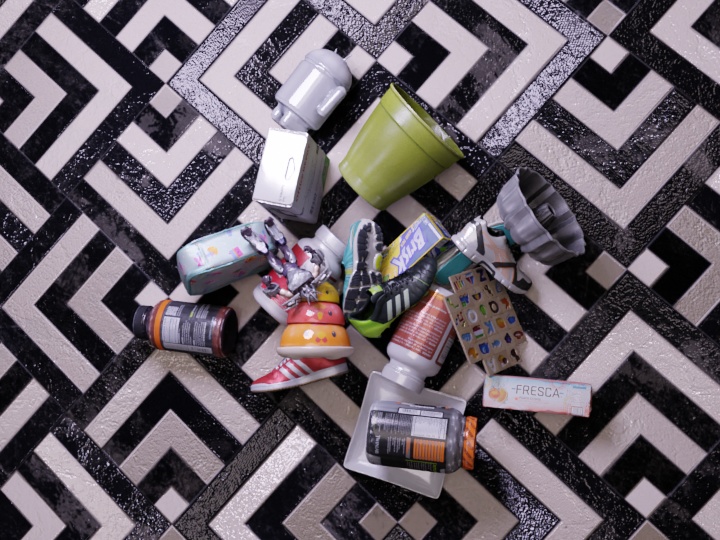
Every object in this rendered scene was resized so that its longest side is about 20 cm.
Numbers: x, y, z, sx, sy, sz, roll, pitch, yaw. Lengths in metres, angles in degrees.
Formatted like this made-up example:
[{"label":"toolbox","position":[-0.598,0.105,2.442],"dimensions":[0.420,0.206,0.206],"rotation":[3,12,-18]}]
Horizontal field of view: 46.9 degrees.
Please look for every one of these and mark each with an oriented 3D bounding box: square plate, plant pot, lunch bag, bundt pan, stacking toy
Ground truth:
[{"label":"square plate","position":[0.088,0.321,1.633],"dimensions":[0.198,0.028,0.200],"rotation":[16,87,11]},{"label":"plant pot","position":[0.065,-0.228,1.630],"dimensions":[0.193,0.200,0.200],"rotation":[-44,78,16]},{"label":"lunch bag","position":[-0.262,-0.021,1.656],"dimensions":[0.200,0.160,0.077],"rotation":[-20,74,-17]},{"label":"bundt pan","position":[0.331,-0.093,1.561],"dimensions":[0.076,0.202,0.202],"rotation":[-38,77,30]},{"label":"stacking toy","position":[-0.087,0.069,1.570],"dimensions":[0.146,0.146,0.200],"rotation":[-2,83,10]}]

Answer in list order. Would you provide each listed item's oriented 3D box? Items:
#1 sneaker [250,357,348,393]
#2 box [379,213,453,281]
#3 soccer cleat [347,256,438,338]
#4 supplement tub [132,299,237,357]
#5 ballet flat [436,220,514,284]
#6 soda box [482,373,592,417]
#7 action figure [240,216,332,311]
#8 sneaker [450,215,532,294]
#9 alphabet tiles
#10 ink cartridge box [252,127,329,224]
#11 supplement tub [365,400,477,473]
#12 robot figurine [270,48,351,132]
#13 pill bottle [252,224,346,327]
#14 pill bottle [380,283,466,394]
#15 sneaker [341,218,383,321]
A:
[{"label":"sneaker","position":[-0.133,0.177,1.667],"dimensions":[0.200,0.071,0.113],"rotation":[-15,85,1]},{"label":"box","position":[0.086,-0.018,1.624],"dimensions":[0.200,0.064,0.070],"rotation":[-43,64,17]},{"label":"soccer cleat","position":[0.063,0.044,1.557],"dimensions":[0.200,0.081,0.068],"rotation":[-45,35,7]},{"label":"supplement tub","position":[-0.359,0.116,1.699],"dimensions":[0.200,0.107,0.107],"rotation":[6,85,12]},{"label":"ballet flat","position":[0.221,-0.047,1.632],"dimensions":[0.200,0.069,0.069],"rotation":[-34,79,4]},{"label":"soda box","position":[0.334,0.236,1.576],"dimensions":[0.200,0.068,0.064],"rotation":[5,84,10]},{"label":"action figure","position":[-0.138,-0.010,1.535],"dimensions":[0.130,0.069,0.200],"rotation":[-34,63,-15]},{"label":"sneaker","position":[0.266,-0.027,1.575],"dimensions":[0.200,0.074,0.080],"rotation":[36,102,-28]},{"label":"alphabet tiles","position":[0.238,0.094,1.578],"dimensions":[0.006,0.166,0.200],"rotation":[-29,80,50]},{"label":"ink cartridge box","position":[-0.133,-0.183,1.642],"dimensions":[0.084,0.200,0.146],"rotation":[11,85,11]},{"label":"supplement tub","position":[0.115,0.313,1.552],"dimensions":[0.200,0.123,0.123],"rotation":[5,85,10]},{"label":"robot figurine","position":[-0.096,-0.370,1.701],"dimensions":[0.200,0.113,0.170],"rotation":[-52,49,2]},{"label":"pill bottle","position":[-0.111,0.009,1.661],"dimensions":[0.112,0.112,0.200],"rotation":[43,92,12]},{"label":"pill bottle","position":[0.120,0.131,1.598],"dimensions":[0.112,0.112,0.200],"rotation":[26,84,12]},{"label":"sneaker","position":[0.000,0.000,1.604],"dimensions":[0.077,0.080,0.200],"rotation":[7,94,-27]}]
